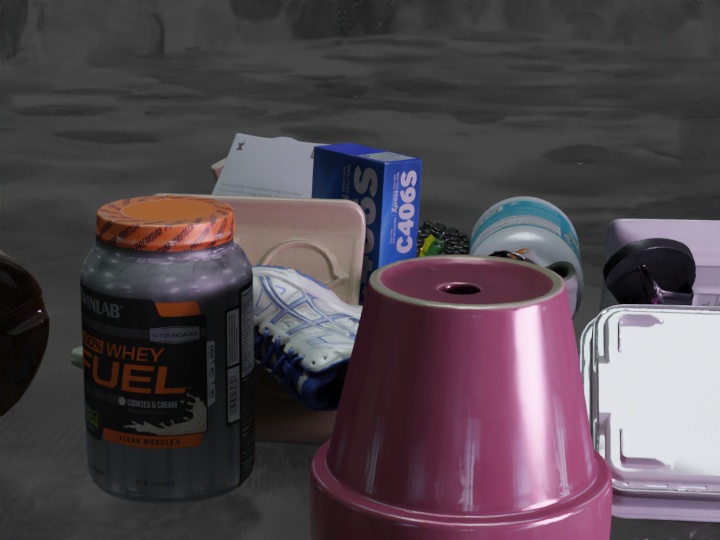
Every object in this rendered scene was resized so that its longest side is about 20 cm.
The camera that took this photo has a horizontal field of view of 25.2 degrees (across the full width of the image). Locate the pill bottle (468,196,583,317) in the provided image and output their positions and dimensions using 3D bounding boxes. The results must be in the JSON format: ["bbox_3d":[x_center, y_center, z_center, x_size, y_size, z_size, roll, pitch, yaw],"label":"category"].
[{"bbox_3d":[0.154,0.003,1.519,0.110,0.111,0.200,2,16,6],"label":"pill bottle"}]

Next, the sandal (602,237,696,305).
[{"bbox_3d":[0.254,0.032,1.361,0.075,0.048,0.201,-20,-31,7],"label":"sandal"}]

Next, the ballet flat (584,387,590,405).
[{"bbox_3d":[0.115,0.098,1.255,0.068,0.063,0.200,19,1,-25],"label":"ballet flat"}]

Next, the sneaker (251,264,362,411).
[{"bbox_3d":[-0.040,0.056,1.187,0.199,0.075,0.088,13,37,12],"label":"sneaker"}]

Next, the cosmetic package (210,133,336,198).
[{"bbox_3d":[-0.047,-0.042,1.528,0.113,0.081,0.200,8,-24,28],"label":"cosmetic package"}]

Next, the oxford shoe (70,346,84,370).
[{"bbox_3d":[-0.139,0.068,1.330,0.199,0.058,0.075,1,-9,6],"label":"oxford shoe"}]

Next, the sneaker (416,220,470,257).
[{"bbox_3d":[0.051,0.038,1.470,0.078,0.085,0.200,17,34,15],"label":"sneaker"}]

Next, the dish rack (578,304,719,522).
[{"bbox_3d":[0.254,0.092,1.130,0.199,0.044,0.172,1,56,6],"label":"dish rack"}]

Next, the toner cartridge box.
[{"bbox_3d":[0.000,0.000,1.344,0.043,0.201,0.095,-7,16,-38],"label":"toner cartridge box"}]

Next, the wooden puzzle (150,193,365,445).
[{"bbox_3d":[-0.093,0.040,1.281,0.185,0.201,0.046,2,-22,7],"label":"wooden puzzle"}]

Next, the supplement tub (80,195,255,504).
[{"bbox_3d":[-0.136,0.054,1.142,0.122,0.201,0.123,0,14,0],"label":"supplement tub"}]

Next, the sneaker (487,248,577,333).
[{"bbox_3d":[0.100,0.016,1.303,0.200,0.080,0.074,7,7,-42],"label":"sneaker"}]

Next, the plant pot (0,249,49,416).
[{"bbox_3d":[-0.363,0.029,1.285,0.200,0.201,0.198,-14,29,-43],"label":"plant pot"}]

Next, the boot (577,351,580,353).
[{"bbox_3d":[0.228,0.077,1.336,0.138,0.078,0.200,-4,2,33],"label":"boot"}]

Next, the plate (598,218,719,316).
[{"bbox_3d":[0.314,0.019,1.425,0.199,0.032,0.200,2,-29,7],"label":"plate"}]

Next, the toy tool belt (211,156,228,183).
[{"bbox_3d":[-0.065,-0.068,1.750,0.199,0.123,0.125,-4,16,-20],"label":"toy tool belt"}]

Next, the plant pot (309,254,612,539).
[{"bbox_3d":[0.067,0.092,1.051,0.199,0.180,0.200,1,15,0],"label":"plant pot"}]
